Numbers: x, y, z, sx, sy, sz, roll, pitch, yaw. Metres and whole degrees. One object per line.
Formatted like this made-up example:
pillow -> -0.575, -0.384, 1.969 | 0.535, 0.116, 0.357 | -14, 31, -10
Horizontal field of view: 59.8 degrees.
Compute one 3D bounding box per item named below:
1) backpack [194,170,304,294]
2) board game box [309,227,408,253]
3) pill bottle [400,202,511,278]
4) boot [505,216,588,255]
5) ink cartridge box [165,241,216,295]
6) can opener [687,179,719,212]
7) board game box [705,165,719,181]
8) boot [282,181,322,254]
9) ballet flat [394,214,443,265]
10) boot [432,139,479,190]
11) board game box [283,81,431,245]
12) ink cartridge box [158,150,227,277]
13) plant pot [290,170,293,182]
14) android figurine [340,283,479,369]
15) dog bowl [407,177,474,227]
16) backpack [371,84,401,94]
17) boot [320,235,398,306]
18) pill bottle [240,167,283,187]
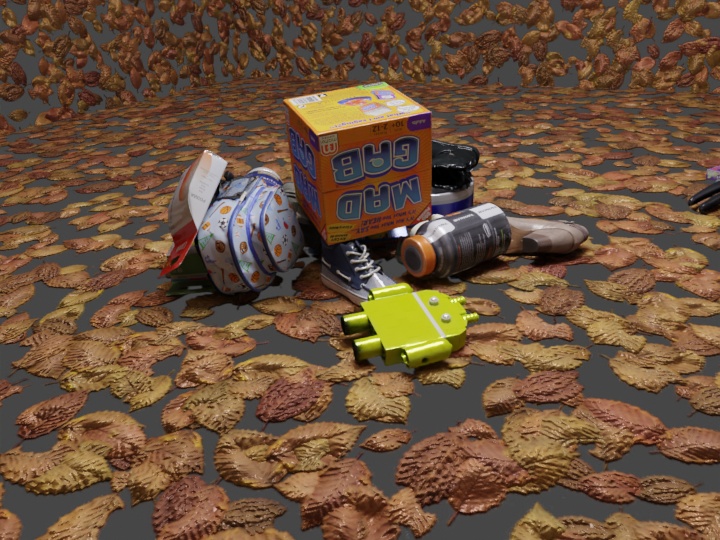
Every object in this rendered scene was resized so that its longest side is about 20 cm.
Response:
backpack -> -0.196, -0.053, 1.107 | 0.153, 0.201, 0.191 | -5, 37, 30
board game box -> -0.010, -0.106, 1.284 | 0.199, 0.035, 0.136 | -4, 56, -4
pill bottle -> 0.170, -0.050, 1.135 | 0.199, 0.107, 0.106 | -19, 29, -31
boot -> 0.336, -0.074, 1.227 | 0.146, 0.071, 0.200 | -13, 27, -34
ink cartridge box -> -0.307, -0.026, 1.198 | 0.103, 0.060, 0.200 | -4, 25, -1
can opener -> 0.797, -0.178, 1.383 | 0.199, 0.079, 0.063 | -23, 38, -18
board game box -> 0.962, -0.243, 1.537 | 0.199, 0.032, 0.120 | -17, 33, -28
boot -> -0.085, -0.110, 1.230 | 0.199, 0.068, 0.131 | 22, 49, 8
ballet flat -> 0.143, -0.071, 1.229 | 0.068, 0.068, 0.200 | 17, 32, 36
boot -> 0.164, -0.232, 1.385 | 0.197, 0.074, 0.163 | 8, 31, 21
board game box -> -0.005, -0.197, 1.112 | 0.199, 0.201, 0.200 | -15, 34, -16
ink cartridge box -> -0.310, -0.095, 1.085 | 0.050, 0.201, 0.162 | 30, -20, -23
plant pot -> -0.052, -0.208, 1.426 | 0.182, 0.201, 0.200 | 14, 26, 0
android figurine -> 0.076, 0.079, 0.936 | 0.199, 0.041, 0.182 | -11, 33, -12
dog bowl -> 0.155, -0.166, 1.415 | 0.199, 0.079, 0.200 | -3, 26, 1
backpack -> 0.031, -0.287, 1.315 | 0.163, 0.154, 0.201 | 19, 52, -37
boot -> 0.000, 0.000, 1.069 | 0.199, 0.091, 0.073 | 20, 34, 40
pill bottle -> -0.225, -0.159, 1.405 | 0.115, 0.116, 0.200 | -5, 25, -4
